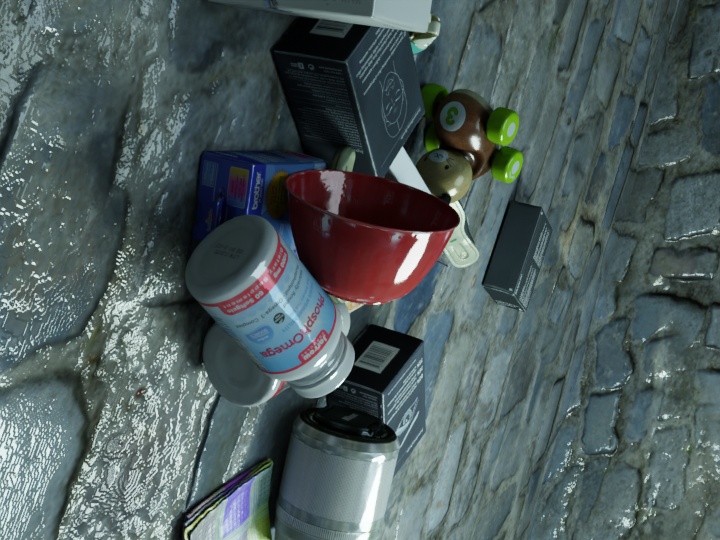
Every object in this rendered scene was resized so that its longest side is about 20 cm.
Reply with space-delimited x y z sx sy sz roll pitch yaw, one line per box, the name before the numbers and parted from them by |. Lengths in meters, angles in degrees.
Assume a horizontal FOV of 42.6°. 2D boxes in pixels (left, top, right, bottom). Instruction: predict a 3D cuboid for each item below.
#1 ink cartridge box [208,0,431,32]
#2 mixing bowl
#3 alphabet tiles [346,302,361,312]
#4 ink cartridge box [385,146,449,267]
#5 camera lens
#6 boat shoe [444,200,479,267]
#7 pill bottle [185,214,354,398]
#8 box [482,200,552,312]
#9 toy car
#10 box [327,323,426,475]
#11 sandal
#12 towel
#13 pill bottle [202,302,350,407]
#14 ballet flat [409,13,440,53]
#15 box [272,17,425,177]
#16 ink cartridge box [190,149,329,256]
ink cartridge box | -0.035 -0.336 0.952 0.144 0.198 0.149 -17 118 -62
mixing bowl | 0.004 -0.031 1.037 0.200 0.198 0.110 -24 132 -58
alphabet tiles | 0.000 0.000 1.285 0.198 0.008 0.168 -29 148 -17
ink cartridge box | 0.070 -0.100 1.323 0.039 0.099 0.201 -40 121 -12
camera lens | -0.036 0.307 1.332 0.159 0.158 0.203 2 102 -63
boat shoe | 0.155 -0.088 1.638 0.201 0.071 0.068 58 15 -48
pill bottle | -0.088 0.045 0.978 0.201 0.108 0.109 53 55 -37
box | 0.345 -0.030 2.015 0.202 0.078 0.141 -70 157 -10
toy car | 0.130 -0.167 1.438 0.200 0.163 0.159 -49 145 -23
box | 0.029 0.215 1.477 0.148 0.103 0.202 -45 141 -47
sandal | -0.016 -0.051 1.150 0.080 0.056 0.204 -70 167 -68
towel | -0.175 0.351 1.231 0.199 0.023 0.146 -27 126 -57
pill bottle | -0.096 0.085 1.151 0.199 0.109 0.112 -26 126 -58
ballet flat | 0.073 -0.349 1.309 0.199 0.070 0.068 7 97 -64
box | -0.008 -0.236 1.164 0.149 0.106 0.201 -59 149 -31
ink cartridge box | -0.122 -0.064 1.063 0.199 0.076 0.138 -13 115 -60
